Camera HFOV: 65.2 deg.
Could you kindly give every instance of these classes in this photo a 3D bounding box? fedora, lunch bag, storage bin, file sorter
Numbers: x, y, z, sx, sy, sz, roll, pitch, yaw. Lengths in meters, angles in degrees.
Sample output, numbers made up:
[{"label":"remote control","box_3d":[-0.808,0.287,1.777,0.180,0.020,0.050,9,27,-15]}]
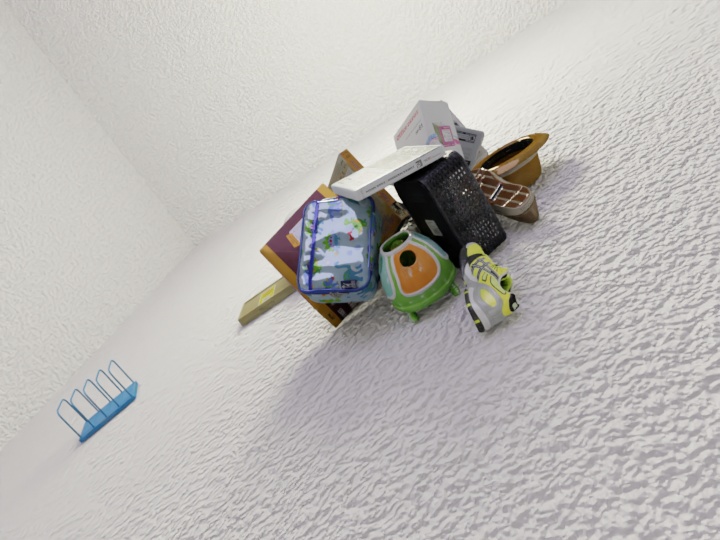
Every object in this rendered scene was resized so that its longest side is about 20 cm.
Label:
[{"label":"fedora","box_3d":[0.330,-0.219,1.216,0.198,0.083,0.201,-30,15,9]},{"label":"lunch bag","box_3d":[-0.042,-0.040,1.080,0.157,0.083,0.204,-2,69,18]},{"label":"storage bin","box_3d":[0.166,-0.111,1.058,0.093,0.202,0.135,-38,19,-14]},{"label":"file sorter","box_3d":[-0.808,0.394,1.735,0.199,0.124,0.138,-39,19,-10]}]

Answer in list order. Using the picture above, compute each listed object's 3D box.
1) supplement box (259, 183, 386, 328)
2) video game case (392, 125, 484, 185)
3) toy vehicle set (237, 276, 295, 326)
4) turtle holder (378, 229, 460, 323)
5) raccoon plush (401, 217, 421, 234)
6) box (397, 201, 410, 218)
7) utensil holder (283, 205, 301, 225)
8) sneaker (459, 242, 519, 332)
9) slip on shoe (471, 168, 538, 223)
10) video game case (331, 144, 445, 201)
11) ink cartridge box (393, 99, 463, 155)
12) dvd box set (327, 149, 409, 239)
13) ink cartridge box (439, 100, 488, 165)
[{"label":"supplement box","box_3d":[-0.067,-0.030,1.200,0.200,0.197,0.133,-46,-25,-5]},{"label":"video game case","box_3d":[0.181,-0.273,1.378,0.197,0.023,0.185,18,81,20]},{"label":"toy vehicle set","box_3d":[-0.272,0.079,1.673,0.198,0.027,0.125,-34,19,10]},{"label":"turtle holder","box_3d":[0.101,-0.010,1.046,0.139,0.133,0.186,-27,21,27]},{"label":"raccoon plush","box_3d":[0.186,-0.103,1.168,0.132,0.098,0.200,-18,20,35]},{"label":"box","box_3d":[0.056,-0.143,1.381,0.109,0.198,0.036,-4,80,46]},{"label":"utensil holder","box_3d":[-0.151,-0.107,1.685,0.169,0.171,0.200,-37,16,-3]},{"label":"sneaker","box_3d":[0.206,0.019,0.902,0.075,0.076,0.202,-22,32,16]},{"label":"slip on shoe","box_3d":[0.270,-0.144,1.100,0.077,0.060,0.199,-54,35,-3]},{"label":"video game case","box_3d":[0.045,-0.186,1.058,0.180,0.024,0.200,-29,17,-8]},{"label":"ink cartridge box","box_3d":[0.156,-0.259,1.275,0.083,0.204,0.145,-3,-21,-24]},{"label":"dvd box set","box_3d":[0.011,-0.149,1.236,0.029,0.200,0.147,-37,-13,-28]},{"label":"ink cartridge box","box_3d":[0.214,-0.309,1.444,0.144,0.201,0.084,-37,-21,1]}]
